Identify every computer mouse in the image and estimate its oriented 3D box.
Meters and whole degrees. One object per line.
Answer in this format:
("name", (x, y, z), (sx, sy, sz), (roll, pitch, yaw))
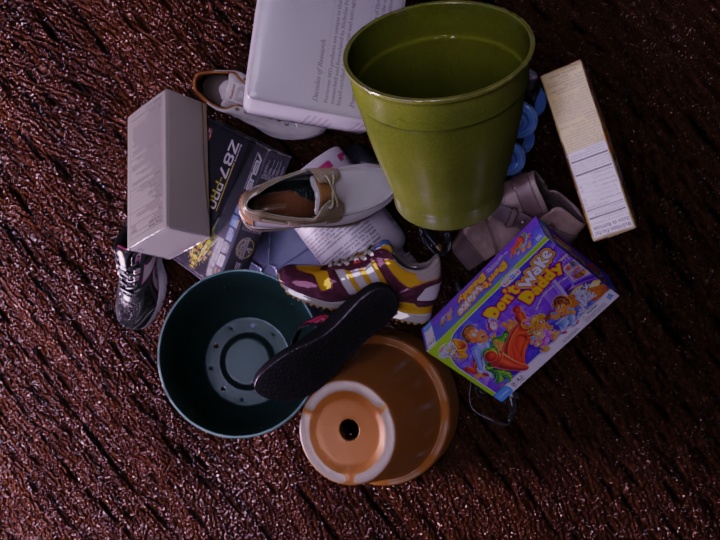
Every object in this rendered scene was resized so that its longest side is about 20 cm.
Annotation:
("computer mouse", (0.046, -0.094, 1.213), (0.200, 0.034, 0.059), (43, 104, 11))

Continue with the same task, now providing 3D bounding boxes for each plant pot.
("plant pot", (0.090, -0.157, 0.994), (0.197, 0.202, 0.195), (8, 134, 18))
("plant pot", (-0.149, 0.112, 1.174), (0.196, 0.161, 0.205), (0, 81, -3))
("plant pot", (0.012, 0.188, 1.162), (0.196, 0.183, 0.205), (1, 94, 18))

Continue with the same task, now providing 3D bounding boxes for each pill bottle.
("pill bottle", (-0.013, -0.048, 1.187), (0.113, 0.113, 0.201), (-37, 91, 16))

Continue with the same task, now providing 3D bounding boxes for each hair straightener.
("hair straightener", (0.156, 0.108, 1.191), (0.076, 0.041, 0.204), (-16, 93, 19))

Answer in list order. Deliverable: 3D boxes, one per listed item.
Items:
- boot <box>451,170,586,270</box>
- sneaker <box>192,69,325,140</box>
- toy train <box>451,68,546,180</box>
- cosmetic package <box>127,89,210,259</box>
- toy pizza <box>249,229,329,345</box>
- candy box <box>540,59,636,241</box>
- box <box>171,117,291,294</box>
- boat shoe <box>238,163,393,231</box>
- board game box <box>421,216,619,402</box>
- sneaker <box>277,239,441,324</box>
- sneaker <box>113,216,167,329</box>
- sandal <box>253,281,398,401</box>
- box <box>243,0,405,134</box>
("boot", (0.211, -0.021, 1.103), (0.199, 0.071, 0.146), (41, 120, -21))
("sneaker", (-0.140, -0.225, 1.241), (0.197, 0.085, 0.074), (16, 97, 13))
("toy train", (0.154, -0.161, 1.115), (0.112, 0.087, 0.203), (21, 127, 11))
("cosmetic package", (-0.264, -0.130, 1.248), (0.103, 0.072, 0.204), (-21, 67, 41))
("toy pizza", (-0.122, 0.004, 1.277), (0.196, 0.032, 0.205), (2, 95, 20))
("candy box", (0.275, -0.139, 1.090), (0.054, 0.115, 0.203), (-19, 87, 19))
("box", (-0.189, -0.090, 1.250), (0.160, 0.049, 0.203), (30, 101, 41))
("boat shoe", (-0.048, -0.086, 1.094), (0.196, 0.068, 0.076), (-15, 88, -5))
("board game box", (0.188, 0.051, 1.087), (0.134, 0.045, 0.200), (33, 114, -25))
("sneaker", (0.000, 0.000, 1.100), (0.196, 0.075, 0.092), (10, 109, -8))
("sneaker", (-0.327, -0.015, 1.315), (0.079, 0.086, 0.204), (13, 98, 19))
("sandal", (-0.042, 0.082, 1.074), (0.199, 0.075, 0.045), (-39, 40, 0))
("box", (-0.049, -0.284, 1.120), (0.168, 0.199, 0.204), (8, 94, -9))
